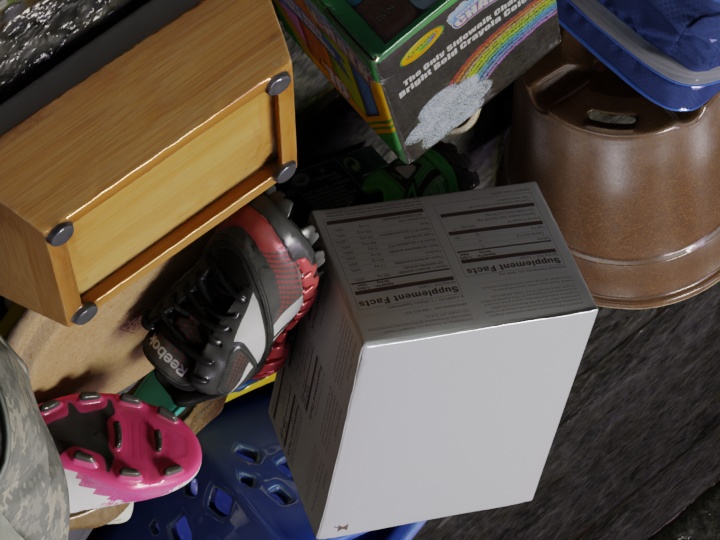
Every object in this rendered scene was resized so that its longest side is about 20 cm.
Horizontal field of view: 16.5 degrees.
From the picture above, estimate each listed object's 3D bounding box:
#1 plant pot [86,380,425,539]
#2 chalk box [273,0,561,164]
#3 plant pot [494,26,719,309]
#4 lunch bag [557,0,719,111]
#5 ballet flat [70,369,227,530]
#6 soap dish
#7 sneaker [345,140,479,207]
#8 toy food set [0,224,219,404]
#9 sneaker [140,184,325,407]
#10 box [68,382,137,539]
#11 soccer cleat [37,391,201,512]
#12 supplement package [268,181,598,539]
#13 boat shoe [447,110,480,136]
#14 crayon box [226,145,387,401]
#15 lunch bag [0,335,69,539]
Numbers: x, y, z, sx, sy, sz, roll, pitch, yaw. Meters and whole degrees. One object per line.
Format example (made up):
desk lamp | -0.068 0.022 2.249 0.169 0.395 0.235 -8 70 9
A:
plant pot | -0.094 0.182 1.822 0.200 0.180 0.200 -15 147 -53
chalk box | 0.023 -0.171 1.364 0.125 0.124 0.200 -39 160 -7
plant pot | 0.187 -0.107 1.754 0.200 0.200 0.198 -37 152 -13
lunch bag | 0.188 -0.196 1.513 0.136 0.200 0.132 -37 164 -29
ballet flat | -0.151 0.119 1.618 0.200 0.068 0.072 -47 151 -37
soap dish | -0.122 -0.064 1.373 0.200 0.081 0.157 -36 161 -15
sneaker | 0.000 0.000 1.635 0.085 0.078 0.200 -13 138 -42
toy food set | -0.150 0.013 1.541 0.200 0.049 0.198 -50 160 24
sneaker | -0.081 0.023 1.504 0.098 0.071 0.200 -33 163 -27
box | -0.238 0.147 1.663 0.200 0.048 0.158 -19 151 -48
soccer cleat | -0.199 0.119 1.522 0.200 0.070 0.086 1 147 -24
supplement package | 0.042 0.058 1.574 0.156 0.111 0.200 -8 142 -18
boat shoe | 0.041 -0.112 1.601 0.075 0.075 0.202 -42 161 1
crayon box | -0.060 0.011 1.709 0.127 0.051 0.200 -21 152 -46
lunch bag | -0.237 0.088 1.347 0.139 0.168 0.200 -39 161 -10
